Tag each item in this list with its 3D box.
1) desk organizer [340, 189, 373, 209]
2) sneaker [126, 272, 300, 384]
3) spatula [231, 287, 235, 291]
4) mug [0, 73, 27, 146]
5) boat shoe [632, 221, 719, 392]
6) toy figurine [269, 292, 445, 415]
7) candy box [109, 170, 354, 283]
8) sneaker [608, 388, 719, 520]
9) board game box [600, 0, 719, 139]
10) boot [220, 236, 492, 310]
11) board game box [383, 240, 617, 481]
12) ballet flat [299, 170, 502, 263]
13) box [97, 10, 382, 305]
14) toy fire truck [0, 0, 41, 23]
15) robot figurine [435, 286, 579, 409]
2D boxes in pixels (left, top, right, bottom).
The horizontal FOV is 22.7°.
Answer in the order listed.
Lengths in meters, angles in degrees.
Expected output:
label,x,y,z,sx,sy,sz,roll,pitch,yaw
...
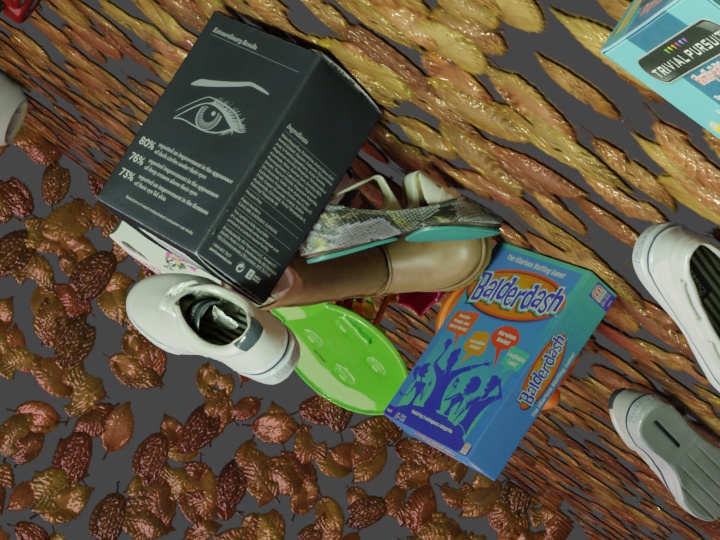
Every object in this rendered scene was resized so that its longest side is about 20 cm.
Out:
label,x,y,z,sx,sy,sz,roll,pitch,yaw
desk organizer,-0.069,-0.076,2.009,0.199,0.072,0.077,29,173,39
sneaker,-0.133,0.033,1.492,0.199,0.073,0.071,16,157,42
spatula,-0.055,-0.059,1.575,0.021,0.200,0.057,36,-177,-30
mug,-0.633,-0.292,2.990,0.152,0.187,0.150,25,139,4
boat shoe,0.271,0.046,1.275,0.200,0.074,0.067,39,174,-24
toy figurine,0.009,0.014,1.845,0.150,0.184,0.200,-20,116,48
candy box,-0.132,-0.065,1.853,0.167,0.201,0.072,32,172,19
sneaker,0.331,0.187,1.894,0.200,0.073,0.071,51,173,-34
board game box,0.223,-0.076,0.841,0.199,0.047,0.151,36,172,-4
boot,0.000,0.000,1.649,0.174,0.067,0.199,-21,169,41
board game box,0.124,0.078,1.631,0.045,0.201,0.152,40,170,-30
ballet flat,0.036,-0.052,1.572,0.199,0.073,0.072,-8,-166,-26
box,-0.103,-0.098,1.524,0.148,0.201,0.104,28,173,41
toy fire truck,-0.414,-0.280,1.867,0.112,0.169,0.200,35,172,-5
robot figurine,0.145,0.068,1.791,0.143,0.117,0.200,30,174,-19
